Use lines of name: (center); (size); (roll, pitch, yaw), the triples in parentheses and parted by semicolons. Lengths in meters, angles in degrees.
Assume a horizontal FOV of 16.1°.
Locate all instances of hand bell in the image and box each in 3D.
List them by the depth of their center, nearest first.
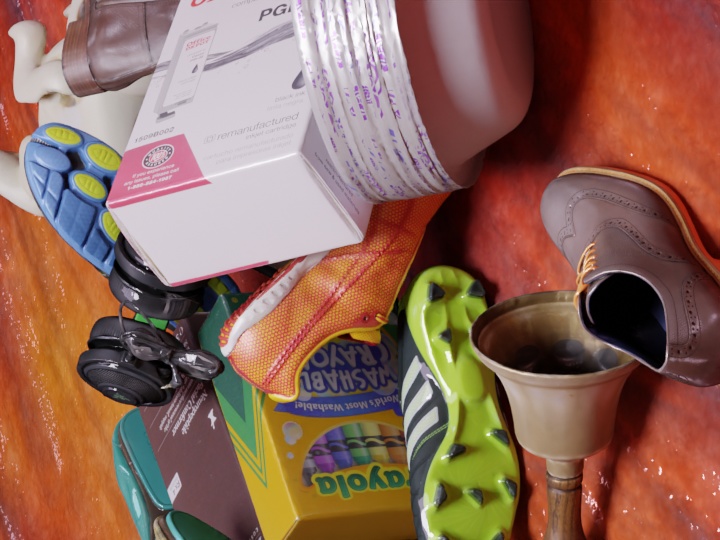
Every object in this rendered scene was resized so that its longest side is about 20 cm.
hand bell: (0.117, 0.124, 1.444); (0.104, 0.104, 0.201); (37, 137, 54)

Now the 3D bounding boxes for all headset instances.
headset: (-0.125, 0.035, 1.630); (0.200, 0.093, 0.124); (-79, 7, -84)

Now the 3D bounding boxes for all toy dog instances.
toy dog: (-0.185, -0.132, 1.904); (0.194, 0.139, 0.201); (44, 131, 34)

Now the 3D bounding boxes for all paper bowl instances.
paper bowl: (0.036, -0.144, 1.467); (0.201, 0.104, 0.202); (-8, -90, -74)

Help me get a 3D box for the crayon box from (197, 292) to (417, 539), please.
crayon box: (-0.013, 0.106, 1.612); (0.052, 0.125, 0.201); (-56, 45, 47)

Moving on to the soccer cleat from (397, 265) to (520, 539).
soccer cleat: (0.055, 0.098, 1.561); (0.081, 0.067, 0.201); (138, 131, -66)

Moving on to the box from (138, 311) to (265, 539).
box: (-0.078, 0.135, 1.697); (0.100, 0.075, 0.201); (-59, 43, 39)

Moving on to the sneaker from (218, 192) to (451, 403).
sneaker: (0.000, 0.000, 1.567); (0.077, 0.200, 0.073); (45, 170, -6)

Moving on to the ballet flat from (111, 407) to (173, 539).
ballet flat: (-0.125, 0.188, 1.805); (0.071, 0.067, 0.201); (87, 162, -53)

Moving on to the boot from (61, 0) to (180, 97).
boot: (-0.101, -0.208, 1.758); (0.199, 0.064, 0.187); (-10, 59, 22)

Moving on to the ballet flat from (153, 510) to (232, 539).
ballet flat: (-0.056, 0.228, 1.576); (0.199, 0.071, 0.071); (33, 132, 5)

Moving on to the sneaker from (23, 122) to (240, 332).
sneaker: (-0.166, -0.020, 1.762); (0.071, 0.200, 0.083); (-54, 28, -19)

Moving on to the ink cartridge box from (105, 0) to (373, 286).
ink cartridge box: (-0.058, -0.100, 1.578); (0.146, 0.083, 0.201); (-14, 42, 28)

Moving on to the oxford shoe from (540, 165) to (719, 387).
oxford shoe: (0.142, -0.003, 1.373); (0.200, 0.073, 0.072); (44, 130, 52)

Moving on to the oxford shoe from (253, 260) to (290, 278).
oxford shoe: (-0.061, -0.033, 1.773); (0.072, 0.071, 0.200); (-62, 29, -5)
